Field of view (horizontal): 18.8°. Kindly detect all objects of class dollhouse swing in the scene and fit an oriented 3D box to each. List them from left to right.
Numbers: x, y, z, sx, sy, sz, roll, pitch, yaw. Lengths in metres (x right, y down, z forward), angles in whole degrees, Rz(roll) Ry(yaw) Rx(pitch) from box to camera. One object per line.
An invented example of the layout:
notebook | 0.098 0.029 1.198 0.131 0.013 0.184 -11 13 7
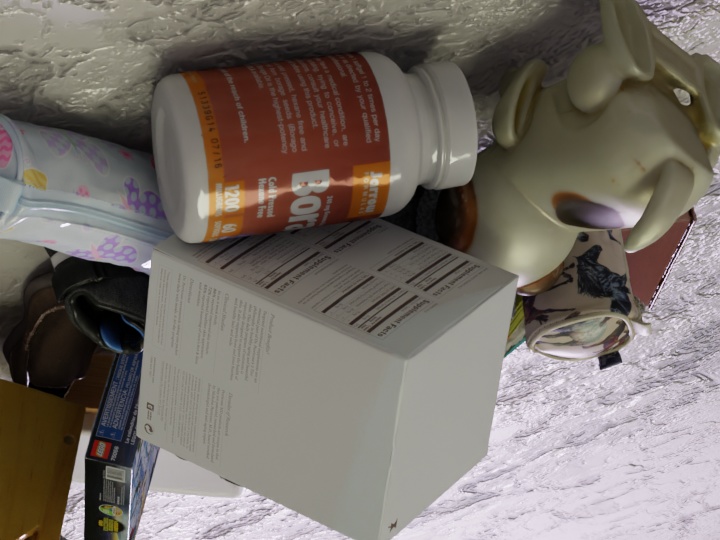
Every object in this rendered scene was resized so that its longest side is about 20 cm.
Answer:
dollhouse swing | -0.344 0.156 1.711 0.200 0.182 0.176 19 143 -17

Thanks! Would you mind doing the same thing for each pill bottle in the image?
pill bottle | -0.030 -0.085 1.431 0.200 0.112 0.112 -8 159 -15

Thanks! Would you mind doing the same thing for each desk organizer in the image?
desk organizer | 0.215 -0.029 1.803 0.077 0.072 0.200 -9 159 -7

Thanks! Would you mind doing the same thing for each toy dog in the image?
toy dog | 0.148 -0.062 1.486 0.200 0.194 0.139 -33 140 33

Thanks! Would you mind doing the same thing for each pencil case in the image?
pencil case | -0.186 -0.046 1.455 0.200 0.091 0.083 15 119 -49
pencil case | 0.159 -0.029 1.600 0.089 0.200 0.078 -2 149 -1

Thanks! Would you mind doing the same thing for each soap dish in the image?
soap dish | -0.182 0.133 1.884 0.200 0.081 0.157 6 156 -6

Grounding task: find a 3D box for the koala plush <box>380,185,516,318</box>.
koala plush | 0.000 0.000 1.622 0.200 0.184 0.177 -2 155 26

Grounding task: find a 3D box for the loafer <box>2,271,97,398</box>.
loafer | -0.232 0.057 1.725 0.073 0.071 0.200 -6 158 -21

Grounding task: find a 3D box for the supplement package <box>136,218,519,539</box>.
supplement package | -0.024 0.058 1.468 0.151 0.200 0.152 -34 139 -50

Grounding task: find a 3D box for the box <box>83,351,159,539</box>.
box | -0.180 0.132 1.683 0.040 0.137 0.200 14 148 0

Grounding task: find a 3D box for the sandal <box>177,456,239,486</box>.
sandal | -0.062 0.145 1.689 0.200 0.043 0.076 4 151 24

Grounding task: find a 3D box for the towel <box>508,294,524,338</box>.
towel | 0.096 0.016 1.683 0.086 0.200 0.018 20 151 39

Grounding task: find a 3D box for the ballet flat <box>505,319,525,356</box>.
ballet flat | 0.082 0.062 1.703 0.200 0.072 0.072 -43 163 -12

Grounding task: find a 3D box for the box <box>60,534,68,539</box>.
box | -0.359 0.237 1.702 0.193 0.200 0.122 -6 121 -66

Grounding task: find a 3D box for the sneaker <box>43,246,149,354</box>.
sneaker | -0.159 0.013 1.600 0.073 0.112 0.200 -26 157 31
